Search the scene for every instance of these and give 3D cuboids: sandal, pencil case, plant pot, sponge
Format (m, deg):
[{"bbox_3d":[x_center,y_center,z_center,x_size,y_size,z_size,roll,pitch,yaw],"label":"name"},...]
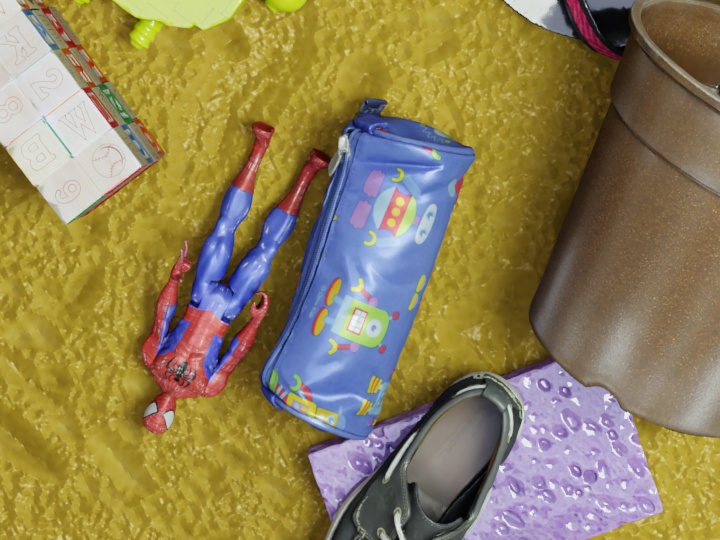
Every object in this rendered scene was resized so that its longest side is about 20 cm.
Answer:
[{"bbox_3d":[0.165,-0.156,1.594,0.199,0.045,0.075,30,99,-2],"label":"sandal"},{"bbox_3d":[0.000,0.000,1.603,0.087,0.078,0.201,16,98,-24],"label":"pencil case"},{"bbox_3d":[0.203,-0.026,1.535,0.200,0.200,0.199,26,114,-1],"label":"plant pot"},{"bbox_3d":[0.077,0.129,1.641,0.199,0.030,0.112,-20,95,5],"label":"sponge"}]

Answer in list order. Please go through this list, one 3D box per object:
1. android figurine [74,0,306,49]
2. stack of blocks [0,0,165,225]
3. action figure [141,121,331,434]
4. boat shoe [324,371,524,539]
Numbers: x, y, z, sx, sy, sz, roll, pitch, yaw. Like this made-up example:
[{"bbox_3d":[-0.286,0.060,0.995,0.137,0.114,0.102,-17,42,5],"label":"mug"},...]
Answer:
[{"bbox_3d":[-0.096,-0.228,1.598,0.182,0.041,0.200,35,97,-3],"label":"android figurine"},{"bbox_3d":[-0.204,-0.127,1.577,0.058,0.115,0.200,-37,94,6],"label":"stack of blocks"},{"bbox_3d":[-0.086,0.010,1.626,0.065,0.052,0.201,25,100,-5],"label":"action figure"},{"bbox_3d":[0.029,0.150,1.595,0.072,0.068,0.200,33,95,-3],"label":"boat shoe"}]
